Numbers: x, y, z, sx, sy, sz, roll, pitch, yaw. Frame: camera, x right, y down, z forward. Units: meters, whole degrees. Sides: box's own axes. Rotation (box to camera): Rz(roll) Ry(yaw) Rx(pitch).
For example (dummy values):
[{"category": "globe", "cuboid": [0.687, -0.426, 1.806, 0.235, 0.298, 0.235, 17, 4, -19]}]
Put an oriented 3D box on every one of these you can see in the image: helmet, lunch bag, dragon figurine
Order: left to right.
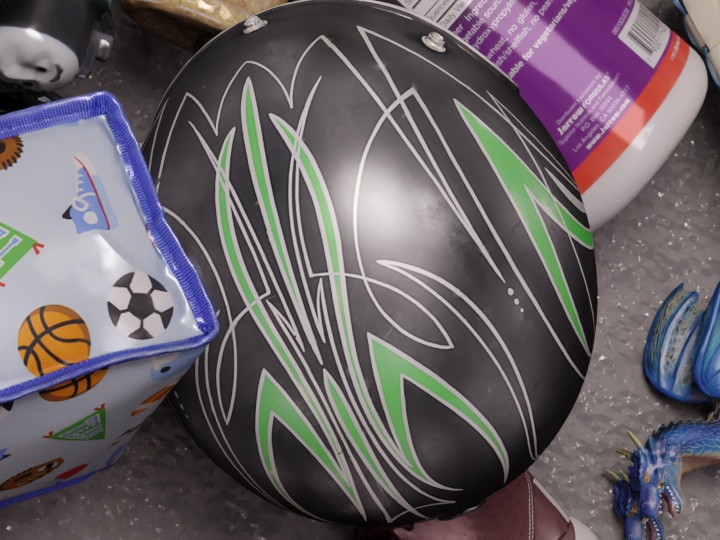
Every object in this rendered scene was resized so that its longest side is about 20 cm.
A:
[{"category": "lunch bag", "cuboid": [-0.178, 0.031, 0.836, 0.200, 0.170, 0.124, -20, 74, -25]}, {"category": "helmet", "cuboid": [0.000, 0.000, 0.910, 0.200, 0.191, 0.200, -4, 78, 18]}, {"category": "dragon figurine", "cuboid": [0.171, 0.035, 1.074, 0.099, 0.059, 0.200, 16, 76, -15]}]

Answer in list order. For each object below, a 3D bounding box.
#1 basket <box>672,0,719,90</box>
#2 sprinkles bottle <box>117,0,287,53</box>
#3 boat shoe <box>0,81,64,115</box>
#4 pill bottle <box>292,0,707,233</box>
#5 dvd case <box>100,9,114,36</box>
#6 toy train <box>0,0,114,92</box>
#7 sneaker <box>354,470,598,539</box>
[{"category": "basket", "cuboid": [0.241, -0.120, 1.088, 0.200, 0.139, 0.176, -10, 74, -45]}, {"category": "sprinkles bottle", "cuboid": [-0.036, -0.188, 0.950, 0.068, 0.068, 0.200, 22, 81, -14]}, {"category": "boat shoe", "cuboid": [-0.195, -0.061, 0.949, 0.200, 0.091, 0.071, 10, 82, -17]}, {"category": "pill bottle", "cuboid": [0.049, -0.110, 1.030, 0.200, 0.112, 0.112, 40, 71, -8]}, {"category": "dvd case", "cuboid": [-0.218, -0.104, 0.942, 0.200, 0.018, 0.143, -21, 44, -20]}, {"category": "toy train", "cuboid": [-0.130, -0.165, 0.898, 0.114, 0.085, 0.200, 22, 64, -20]}, {"category": "sneaker", "cuboid": [0.002, 0.136, 1.002, 0.200, 0.076, 0.116, -34, 87, -31]}]
